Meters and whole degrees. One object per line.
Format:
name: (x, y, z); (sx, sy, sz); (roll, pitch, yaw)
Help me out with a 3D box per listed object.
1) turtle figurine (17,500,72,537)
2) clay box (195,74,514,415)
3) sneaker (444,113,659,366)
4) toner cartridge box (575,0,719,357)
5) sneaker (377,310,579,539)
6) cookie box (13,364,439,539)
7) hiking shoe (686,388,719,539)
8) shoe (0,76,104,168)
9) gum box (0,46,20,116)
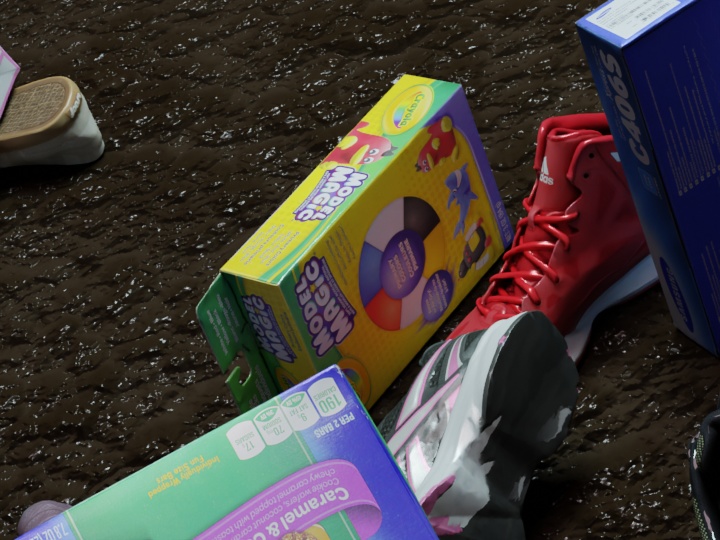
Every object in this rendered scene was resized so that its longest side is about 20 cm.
turtle figurine: (-0.133, 0.188, 1.144); (0.150, 0.101, 0.200); (-33, 31, -14)
clay box: (0.000, 0.000, 1.294); (0.048, 0.115, 0.200); (12, 49, 38)
sneaker: (0.089, -0.012, 1.259); (0.078, 0.116, 0.200); (18, 52, 43)
toner cartridge box: (0.181, -0.062, 1.201); (0.095, 0.200, 0.043); (-32, 36, -13)
sneaker: (0.035, 0.113, 1.164); (0.086, 0.080, 0.200); (-7, 44, 48)
cookie box: (-0.034, 0.172, 1.038); (0.171, 0.075, 0.200); (-28, 74, -8)
hiking shoe: (0.191, 0.087, 1.089); (0.076, 0.101, 0.200); (-11, 37, 14)
shoe: (-0.259, -0.091, 1.615); (0.200, 0.053, 0.070); (0, 61, 34)
gum box: (-0.311, -0.076, 1.552); (0.113, 0.066, 0.200); (1, 60, 31)
